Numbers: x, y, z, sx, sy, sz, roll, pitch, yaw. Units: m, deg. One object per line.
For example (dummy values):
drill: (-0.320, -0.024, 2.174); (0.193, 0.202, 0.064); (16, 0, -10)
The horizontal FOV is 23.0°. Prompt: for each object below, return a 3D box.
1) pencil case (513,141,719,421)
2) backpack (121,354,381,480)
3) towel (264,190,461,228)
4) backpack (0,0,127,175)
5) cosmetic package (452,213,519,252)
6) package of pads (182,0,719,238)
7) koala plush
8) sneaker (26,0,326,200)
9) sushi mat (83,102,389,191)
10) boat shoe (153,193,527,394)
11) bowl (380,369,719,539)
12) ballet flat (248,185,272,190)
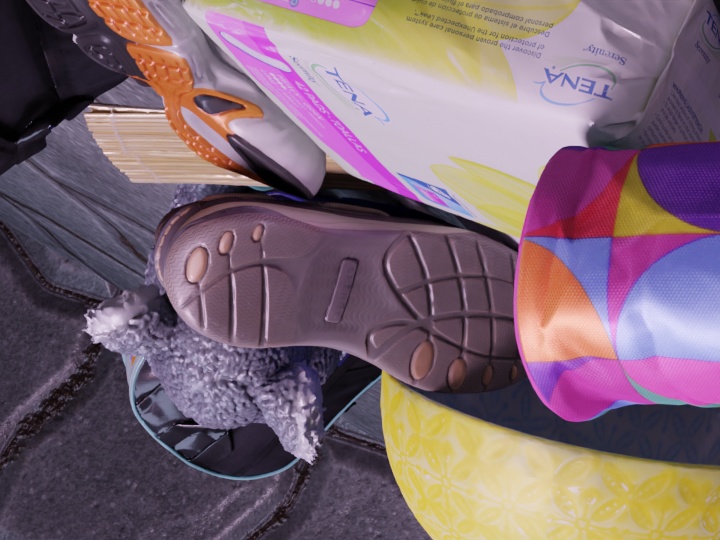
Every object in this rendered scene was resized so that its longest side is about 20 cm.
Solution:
pencil case: (0.141, 0.005, 0.481); (0.198, 0.089, 0.088); (3, 157, 30)
backpack: (-0.079, 0.044, 1.296); (0.175, 0.201, 0.153); (34, -173, -31)
towel: (0.038, 0.005, 0.943); (0.146, 0.050, 0.200); (24, -172, 20)
backpack: (-0.187, -0.126, 0.766); (0.155, 0.199, 0.191); (60, -179, 30)
cosmetic package: (0.106, -0.011, 0.811); (0.082, 0.051, 0.200); (25, 169, 39)
package of pads: (0.047, -0.067, 0.632); (0.199, 0.069, 0.154); (21, 167, 33)
koala plush: (-0.070, 0.033, 1.055); (0.176, 0.185, 0.200); (30, -162, -5)
sneaker: (-0.061, -0.112, 0.699); (0.075, 0.093, 0.200); (19, 165, 31)
sushi mat: (-0.031, -0.059, 0.868); (0.197, 0.012, 0.096); (3, 165, 7)
boat shoe: (0.000, 0.000, 0.780); (0.198, 0.075, 0.073); (15, -165, -30)
bowl: (0.099, 0.111, 0.838); (0.197, 0.109, 0.200); (9, -170, -2)
ballet flat: (-0.058, -0.104, 0.888); (0.064, 0.075, 0.200); (61, 175, 17)
